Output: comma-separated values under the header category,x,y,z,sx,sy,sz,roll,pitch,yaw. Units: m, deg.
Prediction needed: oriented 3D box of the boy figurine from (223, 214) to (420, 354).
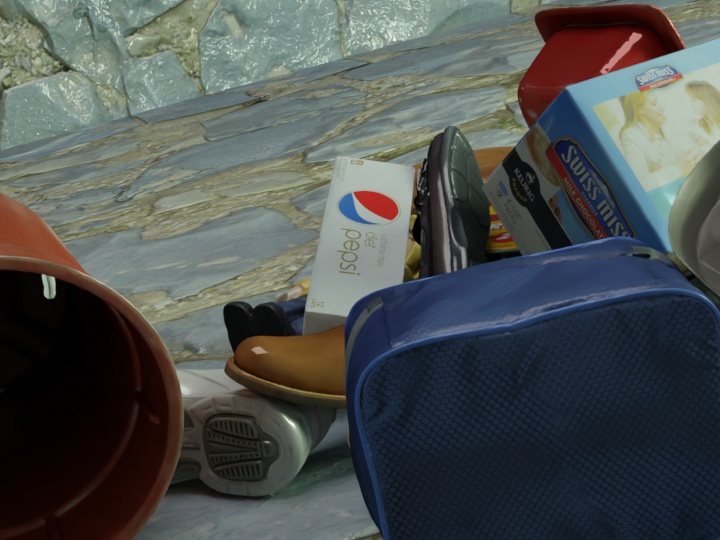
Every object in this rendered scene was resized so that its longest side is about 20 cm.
category,x,y,z,sx,sy,sz,roll,pitch,yaw
boy figurine,-0.005,0.017,1.110,0.200,0.065,0.124,-29,20,-38

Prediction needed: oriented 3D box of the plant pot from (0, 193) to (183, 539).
category,x,y,z,sx,sy,sz,roll,pitch,yaw
plant pot,-0.219,0.052,0.813,0.200,0.201,0.195,-16,26,-14

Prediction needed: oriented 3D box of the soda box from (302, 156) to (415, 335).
category,x,y,z,sx,sy,sz,roll,pitch,yaw
soda box,0.000,0.000,1.015,0.063,0.068,0.200,7,35,0

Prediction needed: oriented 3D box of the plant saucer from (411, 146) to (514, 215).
category,x,y,z,sx,sy,sz,roll,pitch,yaw
plant saucer,0.108,-0.093,1.491,0.200,0.032,0.200,-13,15,3

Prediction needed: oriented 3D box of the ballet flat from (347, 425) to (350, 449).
category,x,y,z,sx,sy,sz,roll,pitch,yaw
ballet flat,0.066,0.074,0.828,0.200,0.067,0.057,-15,20,-40

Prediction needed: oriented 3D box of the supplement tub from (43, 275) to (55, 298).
category,x,y,z,sx,sy,sz,roll,pitch,yaw
supplement tub,-0.343,0.037,1.159,0.144,0.145,0.200,-7,15,22

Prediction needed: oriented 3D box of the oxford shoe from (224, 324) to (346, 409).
category,x,y,z,sx,sy,sz,roll,pitch,yaw
oxford shoe,0.012,0.041,0.871,0.199,0.072,0.071,-2,20,-29

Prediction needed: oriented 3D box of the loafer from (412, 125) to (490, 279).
category,x,y,z,sx,sy,sz,roll,pitch,yaw
loafer,0.059,-0.024,1.059,0.063,0.072,0.200,-22,46,21

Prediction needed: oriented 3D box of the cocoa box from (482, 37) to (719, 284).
category,x,y,z,sx,sy,sz,roll,pitch,yaw
cocoa box,0.215,-0.065,0.998,0.200,0.134,0.131,-21,-17,-30

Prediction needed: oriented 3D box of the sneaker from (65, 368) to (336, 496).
category,x,y,z,sx,sy,sz,roll,pitch,yaw
sneaker,-0.102,0.094,0.908,0.199,0.078,0.099,7,16,29

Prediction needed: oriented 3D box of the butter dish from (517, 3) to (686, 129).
category,x,y,z,sx,sy,sz,roll,pitch,yaw
butter dish,0.217,-0.125,1.292,0.148,0.200,0.200,-42,24,-15

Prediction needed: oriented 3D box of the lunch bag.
category,x,y,z,sx,sy,sz,roll,pitch,yaw
lunch bag,0.091,0.062,0.708,0.199,0.136,0.132,-10,15,-2

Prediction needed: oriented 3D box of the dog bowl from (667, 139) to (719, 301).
category,x,y,z,sx,sy,sz,roll,pitch,yaw
dog bowl,0.251,-0.036,0.694,0.200,0.059,0.200,-29,23,13

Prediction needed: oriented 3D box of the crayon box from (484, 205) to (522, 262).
category,x,y,z,sx,sy,sz,roll,pitch,yaw
crayon box,0.152,-0.026,1.159,0.127,0.051,0.200,-5,16,30
